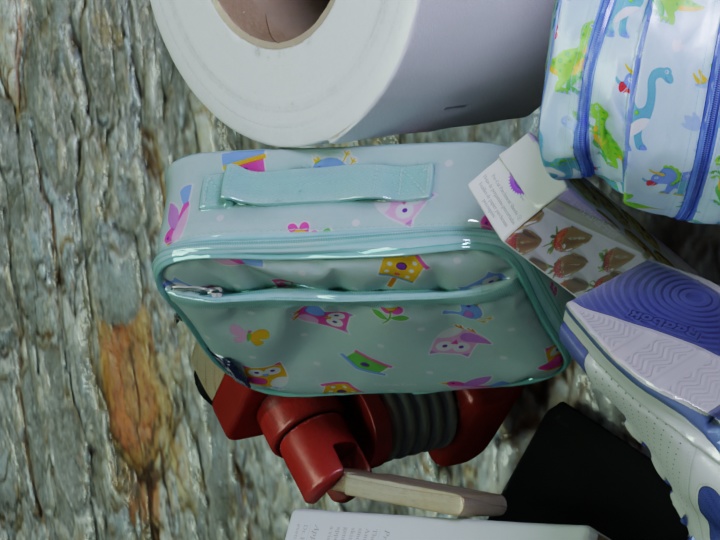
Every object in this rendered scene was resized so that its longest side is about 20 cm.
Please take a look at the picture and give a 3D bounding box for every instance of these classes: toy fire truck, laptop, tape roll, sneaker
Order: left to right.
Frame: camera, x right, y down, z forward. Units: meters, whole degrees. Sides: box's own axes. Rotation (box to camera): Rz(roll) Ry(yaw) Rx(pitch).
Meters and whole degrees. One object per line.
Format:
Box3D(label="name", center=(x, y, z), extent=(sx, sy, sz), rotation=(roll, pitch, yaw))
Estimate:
Box3D(label="tape roll", center=(0.007, -0.166, 1.168), extent=(0.202, 0.139, 0.204), rotation=(11, 105, 45))
Box3D(label="toy fire truck", center=(0.026, 0.075, 1.316), extent=(0.201, 0.175, 0.129), rotation=(62, 144, 29))
Box3D(label="laptop", center=(0.139, 0.204, 1.288), extent=(0.177, 0.103, 0.201), rotation=(34, 150, 55))
Box3D(label="sneaker", center=(0.155, 0.095, 1.006), extent=(0.199, 0.080, 0.116), rotation=(40, 134, 32))

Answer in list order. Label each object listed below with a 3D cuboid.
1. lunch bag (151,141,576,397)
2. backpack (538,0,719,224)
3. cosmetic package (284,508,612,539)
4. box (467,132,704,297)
Box3D(label="lunch bag", center=(0.000, 0.000, 1.180), extent=(0.161, 0.199, 0.078), rotation=(55, -144, -58))
Box3D(label="backpack", center=(0.140, -0.093, 1.037), extent=(0.200, 0.153, 0.164), rotation=(-108, 31, -67))
Box3D(label="cosmetic package", center=(0.045, 0.182, 1.233), extent=(0.199, 0.074, 0.102), rotation=(1, 68, 40))
Box3D(label="box", center=(0.119, -0.002, 1.123), extent=(0.039, 0.200, 0.042), rotation=(-39, 51, 14))
